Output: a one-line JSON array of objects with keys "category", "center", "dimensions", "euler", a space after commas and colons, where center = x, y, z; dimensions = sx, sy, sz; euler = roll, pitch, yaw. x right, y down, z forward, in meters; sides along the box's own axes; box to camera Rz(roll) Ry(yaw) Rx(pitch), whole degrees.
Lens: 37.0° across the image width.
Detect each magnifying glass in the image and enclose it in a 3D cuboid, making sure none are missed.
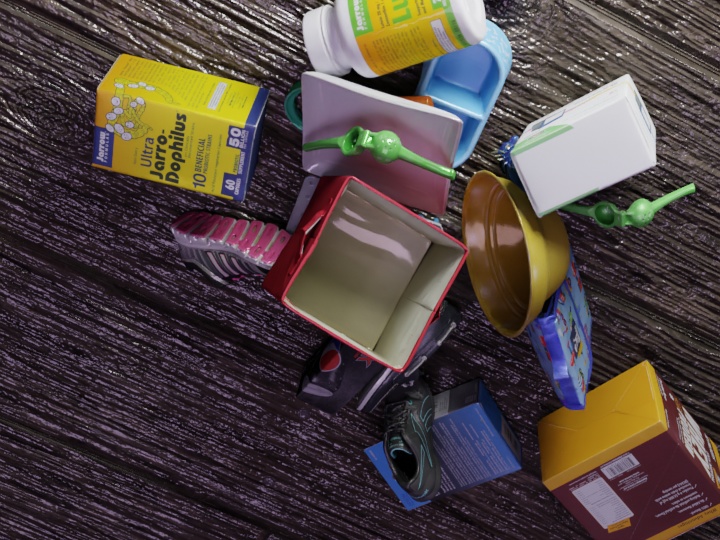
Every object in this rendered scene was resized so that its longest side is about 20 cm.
[{"category": "magnifying glass", "center": [-0.005, -0.201, 1.328], "dimensions": [0.197, 0.023, 0.080], "euler": [2, 136, 24]}]

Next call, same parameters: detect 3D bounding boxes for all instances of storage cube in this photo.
[{"category": "storage cube", "center": [0.000, 0.000, 1.330], "dimensions": [0.198, 0.180, 0.173], "euler": [30, 88, -15]}]

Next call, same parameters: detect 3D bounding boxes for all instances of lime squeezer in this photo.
[{"category": "lime squeezer", "center": [0.330, -0.084, 1.371], "dimensions": [0.196, 0.072, 0.038], "euler": [-5, 140, 10]}, {"category": "lime squeezer", "center": [0.013, -0.147, 1.274], "dimensions": [0.197, 0.070, 0.038], "euler": [12, 92, 19]}]

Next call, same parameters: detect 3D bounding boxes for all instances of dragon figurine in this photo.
[{"category": "dragon figurine", "center": [0.181, -0.078, 1.395], "dimensions": [0.098, 0.059, 0.201], "euler": [31, 120, -1]}]

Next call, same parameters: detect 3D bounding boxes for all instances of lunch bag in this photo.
[{"category": "lunch bag", "center": [0.251, 0.075, 1.405], "dimensions": [0.092, 0.201, 0.152], "euler": [-14, 121, 15]}]

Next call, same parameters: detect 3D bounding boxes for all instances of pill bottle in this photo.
[{"category": "pill bottle", "center": [0.037, -0.289, 1.243], "dimensions": [0.197, 0.112, 0.112], "euler": [-14, 121, 22]}]

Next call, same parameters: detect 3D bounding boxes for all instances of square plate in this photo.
[{"category": "square plate", "center": [0.023, -0.158, 1.317], "dimensions": [0.197, 0.029, 0.199], "euler": [19, 152, 8]}]

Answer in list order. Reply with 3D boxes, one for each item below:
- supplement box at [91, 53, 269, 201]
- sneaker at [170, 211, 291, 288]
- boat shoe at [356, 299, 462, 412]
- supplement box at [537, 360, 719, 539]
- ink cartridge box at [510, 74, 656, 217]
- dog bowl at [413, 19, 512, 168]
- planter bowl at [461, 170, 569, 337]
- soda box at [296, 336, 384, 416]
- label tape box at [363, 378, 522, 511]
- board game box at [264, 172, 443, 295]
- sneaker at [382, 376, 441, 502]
[{"category": "supplement box", "center": [-0.224, -0.179, 1.347], "dimensions": [0.196, 0.110, 0.110], "euler": [13, 123, -2]}, {"category": "sneaker", "center": [-0.164, -0.017, 1.460], "dimensions": [0.197, 0.074, 0.088], "euler": [14, 132, 15]}, {"category": "boat shoe", "center": [0.067, 0.128, 1.512], "dimensions": [0.060, 0.076, 0.201], "euler": [33, 105, -10]}, {"category": "supplement box", "center": [0.395, 0.281, 1.563], "dimensions": [0.196, 0.134, 0.200], "euler": [-33, 114, 23]}, {"category": "ink cartridge box", "center": [0.264, -0.149, 1.255], "dimensions": [0.144, 0.200, 0.089], "euler": [-25, 97, 21]}, {"category": "dog bowl", "center": [0.114, -0.211, 1.327], "dimensions": [0.110, 0.050, 0.202], "euler": [20, 122, -7]}, {"category": "planter bowl", "center": [0.198, -0.027, 1.304], "dimensions": [0.082, 0.201, 0.203], "euler": [-11, 124, -14]}, {"category": "soda box", "center": [-0.013, 0.123, 1.523], "dimensions": [0.070, 0.064, 0.200], "euler": [29, 131, -15]}, {"category": "label tape box", "center": [0.125, 0.264, 1.622], "dimensions": [0.198, 0.064, 0.145], "euler": [-24, 117, 21]}, {"category": "board game box", "center": [-0.012, -0.020, 1.477], "dimensions": [0.197, 0.026, 0.202], "euler": [20, 123, -7]}, {"category": "sneaker", "center": [0.068, 0.225, 1.533], "dimensions": [0.075, 0.203, 0.079], "euler": [-24, 156, 23]}]
